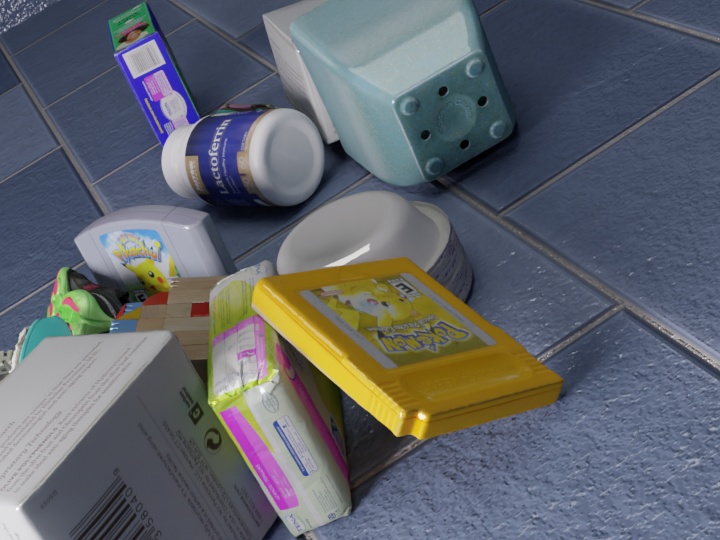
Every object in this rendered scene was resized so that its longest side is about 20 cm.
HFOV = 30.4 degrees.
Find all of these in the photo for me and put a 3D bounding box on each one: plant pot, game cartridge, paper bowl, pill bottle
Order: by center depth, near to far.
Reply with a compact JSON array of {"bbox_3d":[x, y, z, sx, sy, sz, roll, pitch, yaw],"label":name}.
[{"bbox_3d":[0.038,0.056,1.065,0.175,0.033,0.200,-9,34,-42],"label":"game cartridge"},{"bbox_3d":[0.000,0.000,1.278,0.199,0.105,0.201,-21,28,11],"label":"paper bowl"},{"bbox_3d":[-0.225,-0.007,1.463,0.199,0.134,0.040,-5,27,38],"label":"game cartridge"},{"bbox_3d":[0.066,-0.209,1.487,0.195,0.197,0.200,-30,36,-4],"label":"plant pot"},{"bbox_3d":[-0.148,-0.136,1.628,0.199,0.116,0.116,2,40,45],"label":"pill bottle"}]

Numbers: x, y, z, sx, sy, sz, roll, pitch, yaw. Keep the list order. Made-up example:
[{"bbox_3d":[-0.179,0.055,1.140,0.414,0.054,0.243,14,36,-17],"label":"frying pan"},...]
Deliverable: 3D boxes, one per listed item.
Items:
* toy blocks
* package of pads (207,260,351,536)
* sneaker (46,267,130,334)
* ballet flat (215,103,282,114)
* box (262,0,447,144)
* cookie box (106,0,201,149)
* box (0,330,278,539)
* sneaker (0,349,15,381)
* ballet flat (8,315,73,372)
[{"bbox_3d":[-0.179,0.067,1.282,0.135,0.101,0.200,-3,30,-1],"label":"toy blocks"},{"bbox_3d":[-0.070,0.099,1.118,0.068,0.155,0.200,-24,28,7],"label":"package of pads"},{"bbox_3d":[-0.294,0.048,1.453,0.200,0.083,0.077,32,107,66],"label":"sneaker"},{"bbox_3d":[-0.122,-0.191,1.763,0.071,0.070,0.199,-12,17,-31],"label":"ballet flat"},{"bbox_3d":[0.003,-0.276,1.676,0.197,0.132,0.200,-21,27,-8],"label":"box"},{"bbox_3d":[-0.304,-0.289,1.968,0.075,0.172,0.200,-26,28,-2],"label":"cookie box"},{"bbox_3d":[-0.211,0.185,1.054,0.170,0.200,0.200,-5,34,39],"label":"box"},{"bbox_3d":[-0.375,0.119,1.443,0.199,0.081,0.076,-28,24,-8],"label":"sneaker"},{"bbox_3d":[-0.306,0.143,1.275,0.071,0.072,0.202,-18,62,17],"label":"ballet flat"}]
